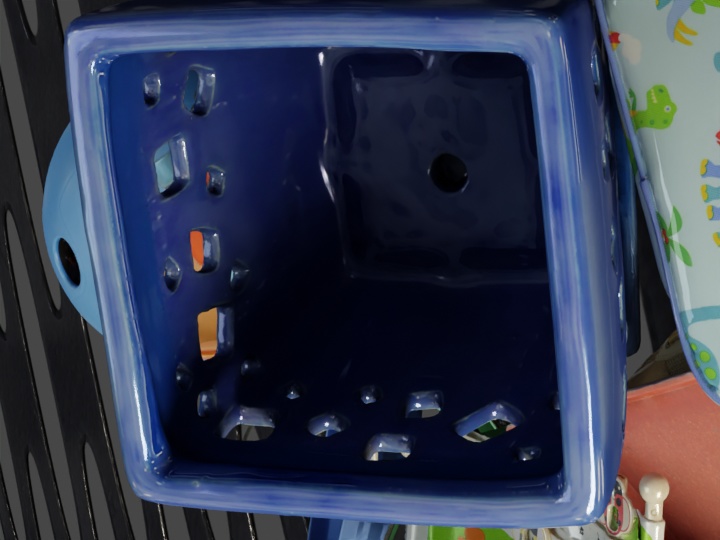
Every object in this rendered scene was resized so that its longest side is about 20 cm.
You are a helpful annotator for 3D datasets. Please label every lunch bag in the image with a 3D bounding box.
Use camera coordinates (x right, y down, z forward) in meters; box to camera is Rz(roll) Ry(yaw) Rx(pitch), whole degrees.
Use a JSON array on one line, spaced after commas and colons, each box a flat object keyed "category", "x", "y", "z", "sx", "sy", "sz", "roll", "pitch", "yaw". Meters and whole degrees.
[{"category": "lunch bag", "x": 0.179, "y": -0.054, "z": 0.820, "sx": 0.082, "sy": 0.160, "sz": 0.202, "roll": -6, "pitch": -98, "yaw": -74}]

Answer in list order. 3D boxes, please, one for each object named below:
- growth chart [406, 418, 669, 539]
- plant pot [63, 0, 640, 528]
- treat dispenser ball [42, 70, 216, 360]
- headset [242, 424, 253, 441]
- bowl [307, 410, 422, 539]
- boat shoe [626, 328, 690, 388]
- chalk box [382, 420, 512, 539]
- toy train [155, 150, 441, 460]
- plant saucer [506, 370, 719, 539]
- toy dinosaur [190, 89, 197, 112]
[{"category": "growth chart", "x": 0.076, "y": 0.146, "z": 1.038, "sx": 0.199, "sy": 0.018, "sz": 0.146, "roll": 12, "pitch": 106, "yaw": 55}, {"category": "plant pot", "x": 0.015, "y": -0.025, "z": 0.900, "sx": 0.180, "sy": 0.198, "sz": 0.202, "roll": -46, "pitch": -47, "yaw": -64}, {"category": "treat dispenser ball", "x": -0.103, "y": -0.038, "z": 1.441, "sx": 0.201, "sy": 0.199, "sz": 0.203, "roll": 169, "pitch": 90, "yaw": -68}, {"category": "headset", "x": -0.014, "y": 0.043, "z": 1.247, "sx": 0.201, "sy": 0.093, "sz": 0.124, "roll": -61, "pitch": 21, "yaw": 23}, {"category": "bowl", "x": 0.002, "y": 0.128, "z": 1.378, "sx": 0.201, "sy": 0.039, "sz": 0.202, "roll": -169, "pitch": 90, "yaw": -85}, {"category": "boat shoe", "x": 0.173, "y": 0.045, "z": 1.010, "sx": 0.065, "sy": 0.071, "sz": 0.200, "roll": -70, "pitch": 14, "yaw": -17}, {"category": "chalk box", "x": 0.094, "y": 0.153, "z": 1.163, "sx": 0.125, "sy": 0.123, "sz": 0.201, "roll": 111, "pitch": 143, "yaw": -54}, {"category": "toy train", "x": 0.000, "y": 0.000, "z": 1.050, "sx": 0.150, "sy": 0.056, "sz": 0.200, "roll": -37, "pitch": 93, "yaw": 30}, {"category": "plant saucer", "x": 0.174, "y": 0.120, "z": 0.972, "sx": 0.200, "sy": 0.037, "sz": 0.200, "roll": 49, "pitch": 158, "yaw": -5}, {"category": "toy dinosaur", "x": -0.032, "y": -0.070, "z": 1.077, "sx": 0.200, "sy": 0.088, "sz": 0.048, "roll": -37, "pitch": 33, "yaw": 59}]
